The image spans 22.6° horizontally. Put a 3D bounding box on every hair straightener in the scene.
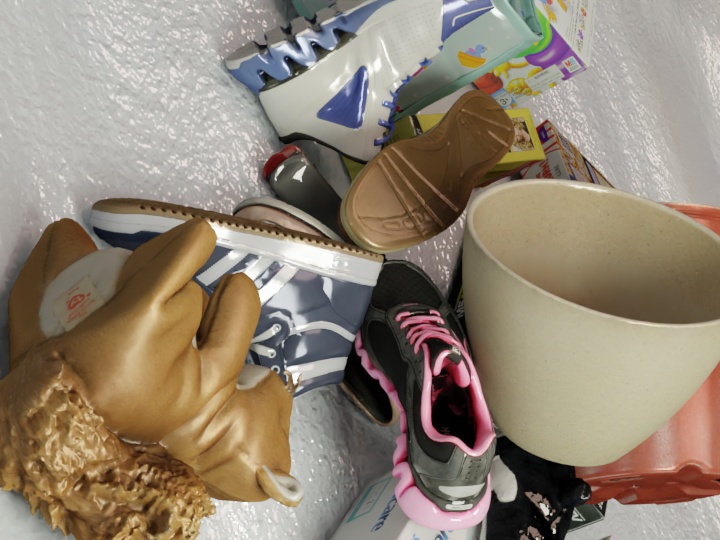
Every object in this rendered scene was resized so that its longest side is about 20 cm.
[{"bbox_3d":[0.000,0.000,1.303,0.201,0.041,0.077,56,-1,-16],"label":"hair straightener"}]

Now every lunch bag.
[{"bbox_3d":[0.036,-0.230,1.413,0.202,0.169,0.122,64,23,1],"label":"lunch bag"}]

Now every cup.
[{"bbox_3d":[0.152,0.046,1.228,0.198,0.145,0.201,11,27,-6],"label":"cup"}]

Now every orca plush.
[{"bbox_3d":[0.117,0.153,1.212,0.106,0.071,0.200,60,30,-4],"label":"orca plush"}]

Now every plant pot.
[{"bbox_3d":[0.213,0.072,1.381,0.200,0.199,0.198,17,66,-48],"label":"plant pot"}]

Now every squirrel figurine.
[{"bbox_3d":[-0.120,0.092,1.046,0.187,0.140,0.201,53,47,-35],"label":"squirrel figurine"}]

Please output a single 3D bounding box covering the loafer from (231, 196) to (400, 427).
[{"bbox_3d":[-0.022,0.031,1.257,0.200,0.071,0.063,46,44,-31],"label":"loafer"}]

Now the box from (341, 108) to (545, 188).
[{"bbox_3d":[0.070,-0.095,1.463,0.199,0.075,0.051,-11,80,-58],"label":"box"}]

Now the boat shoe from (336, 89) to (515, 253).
[{"bbox_3d":[0.038,-0.062,1.298,0.072,0.072,0.200,50,45,-5],"label":"boat shoe"}]

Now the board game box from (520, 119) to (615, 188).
[{"bbox_3d":[0.226,-0.024,1.621,0.200,0.046,0.152,41,23,-32],"label":"board game box"}]

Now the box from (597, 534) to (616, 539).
[{"bbox_3d":[0.144,0.257,1.205,0.039,0.041,0.200,55,31,-16],"label":"box"}]

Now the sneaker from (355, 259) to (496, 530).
[{"bbox_3d":[0.049,0.064,1.173,0.078,0.096,0.202,-7,54,-15],"label":"sneaker"}]

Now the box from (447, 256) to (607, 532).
[{"bbox_3d":[0.145,0.078,1.479,0.200,0.047,0.194,49,38,-24],"label":"box"}]

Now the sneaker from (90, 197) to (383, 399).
[{"bbox_3d":[-0.087,0.021,1.165,0.198,0.070,0.110,12,95,-22],"label":"sneaker"}]

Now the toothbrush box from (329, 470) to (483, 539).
[{"bbox_3d":[0.061,0.246,1.209,0.201,0.085,0.147,57,33,-13],"label":"toothbrush box"}]

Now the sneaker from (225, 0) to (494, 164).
[{"bbox_3d":[0.011,-0.146,1.335,0.081,0.197,0.116,-97,164,-70],"label":"sneaker"}]

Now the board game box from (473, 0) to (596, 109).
[{"bbox_3d":[0.110,-0.257,1.598,0.200,0.102,0.106,45,38,-28],"label":"board game box"}]
